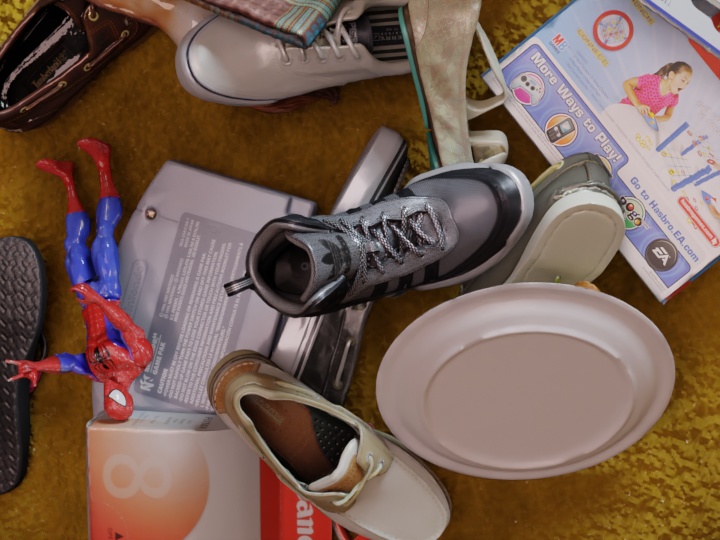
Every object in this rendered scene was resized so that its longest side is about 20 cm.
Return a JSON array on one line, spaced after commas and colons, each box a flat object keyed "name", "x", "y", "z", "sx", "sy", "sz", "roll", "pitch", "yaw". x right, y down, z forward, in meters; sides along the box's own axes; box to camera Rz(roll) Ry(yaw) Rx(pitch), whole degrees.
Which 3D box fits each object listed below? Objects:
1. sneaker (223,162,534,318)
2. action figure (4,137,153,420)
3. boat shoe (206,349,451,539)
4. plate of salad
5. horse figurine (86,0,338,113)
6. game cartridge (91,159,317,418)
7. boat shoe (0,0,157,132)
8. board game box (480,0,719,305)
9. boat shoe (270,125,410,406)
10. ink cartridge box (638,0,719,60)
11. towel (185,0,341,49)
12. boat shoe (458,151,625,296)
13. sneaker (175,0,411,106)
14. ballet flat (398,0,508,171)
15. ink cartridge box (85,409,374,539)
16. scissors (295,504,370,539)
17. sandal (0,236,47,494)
[{"name": "sneaker", "x": 0.009, "y": -0.014, "z": 1.154, "sx": 0.200, "sy": 0.114, "sz": 0.076, "roll": -20, "pitch": 87, "yaw": 22}, {"name": "action figure", "x": -0.201, "y": 0.008, "z": 1.256, "sx": 0.065, "sy": 0.099, "sz": 0.201, "roll": -23, "pitch": 74, "yaw": 31}, {"name": "boat shoe", "x": -0.018, "y": 0.132, "z": 1.222, "sx": 0.200, "sy": 0.068, "sz": 0.075, "roll": 34, "pitch": 93, "yaw": -16}, {"name": "plate of salad", "x": 0.110, "y": 0.071, "z": 1.210, "sx": 0.199, "sy": 0.200, "sz": 0.048, "roll": -12, "pitch": 45, "yaw": 11}, {"name": "horse figurine", "x": -0.098, "y": -0.180, "z": 1.259, "sx": 0.133, "sy": 0.050, "sz": 0.200, "roll": -42, "pitch": 93, "yaw": -20}, {"name": "game cartridge", "x": -0.119, "y": 0.028, "z": 1.303, "sx": 0.133, "sy": 0.040, "sz": 0.201, "roll": 17, "pitch": 94, "yaw": 7}, {"name": "boat shoe", "x": -0.198, "y": -0.178, "z": 1.296, "sx": 0.070, "sy": 0.070, "sz": 0.200, "roll": 42, "pitch": 97, "yaw": 11}, {"name": "board game box", "x": 0.220, "y": -0.115, "z": 1.223, "sx": 0.196, "sy": 0.056, "sz": 0.200, "roll": -38, "pitch": 84, "yaw": 9}, {"name": "boat shoe", "x": 0.000, "y": 0.000, "z": 1.267, "sx": 0.071, "sy": 0.072, "sz": 0.200, "roll": 22, "pitch": 100, "yaw": -1}, {"name": "ink cartridge box", "x": 0.258, "y": -0.205, "z": 1.161, "sx": 0.197, "sy": 0.047, "sz": 0.200, "roll": 36, "pitch": 68, "yaw": -3}, {"name": "towel", "x": -0.058, "y": -0.238, "z": 1.224, "sx": 0.146, "sy": 0.200, "sz": 0.022, "roll": 22, "pitch": 139, "yaw": 9}, {"name": "boat shoe", "x": 0.111, "y": 0.004, "z": 1.220, "sx": 0.072, "sy": 0.060, "sz": 0.202, "roll": 17, "pitch": 133, "yaw": -21}, {"name": "sneaker", "x": -0.025, "y": -0.158, "z": 1.215, "sx": 0.199, "sy": 0.071, "sz": 0.073, "roll": -14, "pitch": 91, "yaw": -23}, {"name": "ballet flat", "x": 0.071, "y": -0.096, "z": 1.210, "sx": 0.062, "sy": 0.068, "sz": 0.200, "roll": -9, "pitch": 126, "yaw": 5}, {"name": "ink cartridge box", "x": -0.092, "y": 0.185, "z": 1.271, "sx": 0.199, "sy": 0.050, "sz": 0.163, "roll": 3, "pitch": 103, "yaw": 10}, {"name": "scissors", "x": -0.034, "y": 0.116, "z": 1.298, "sx": 0.073, "sy": 0.014, "sz": 0.200, "roll": -23, "pitch": 88, "yaw": 12}, {"name": "sandal", "x": -0.265, "y": 0.067, "z": 1.333, "sx": 0.075, "sy": 0.045, "sz": 0.201, "roll": 13, "pitch": 108, "yaw": 16}]
